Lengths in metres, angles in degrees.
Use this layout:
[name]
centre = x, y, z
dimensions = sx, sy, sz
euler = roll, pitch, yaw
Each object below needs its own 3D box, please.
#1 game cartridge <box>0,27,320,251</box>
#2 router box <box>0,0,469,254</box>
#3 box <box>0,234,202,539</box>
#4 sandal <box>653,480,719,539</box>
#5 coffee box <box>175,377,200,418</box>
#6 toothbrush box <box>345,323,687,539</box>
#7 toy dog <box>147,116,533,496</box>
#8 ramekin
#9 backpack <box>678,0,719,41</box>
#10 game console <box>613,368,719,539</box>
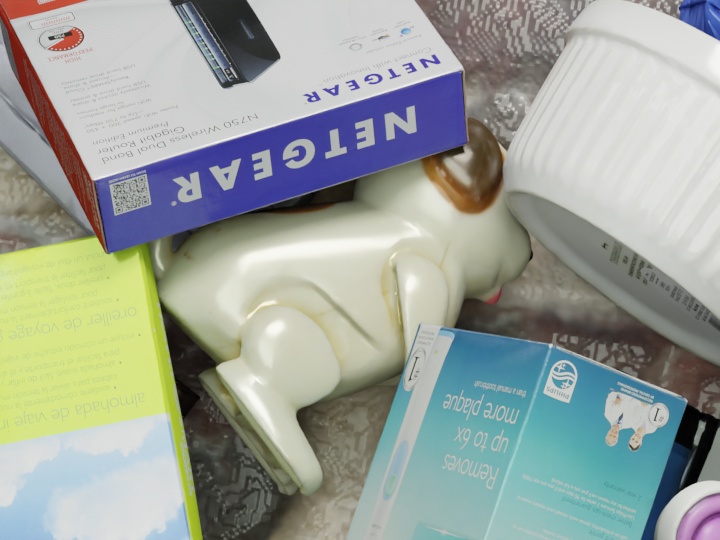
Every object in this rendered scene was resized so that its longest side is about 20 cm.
[game cartridge]
centre = -0.122, -0.082, 1.524
dimensions = 0.130, 0.038, 0.200
euler = -44, 81, -5
[router box]
centre = -0.067, -0.105, 1.430
dimensions = 0.199, 0.049, 0.180
euler = -18, 41, -14
[box]
centre = -0.149, 0.089, 1.385
dimensions = 0.121, 0.048, 0.201
euler = -11, 82, 4
[sandal]
centre = 0.202, 0.201, 1.372
dimensions = 0.082, 0.050, 0.203
euler = -33, 106, -18
[coffee box]
centre = -0.181, 0.118, 1.466
dimensions = 0.080, 0.113, 0.200
euler = 37, 87, 8
[toothbrush box]
centre = 0.059, 0.136, 1.330
dimensions = 0.085, 0.146, 0.201
euler = 21, 85, -24
[toy dog]
centre = 0.000, 0.000, 1.457
dimensions = 0.200, 0.140, 0.194
euler = -35, 82, -10
[ramekin]
centre = 0.164, -0.035, 1.390
dimensions = 0.200, 0.200, 0.105
euler = 35, 82, 8
[backpack]
centre = 0.276, -0.120, 1.429
dimensions = 0.200, 0.163, 0.168
euler = 43, 95, -4
[game console]
centre = 0.170, 0.174, 1.422
dimensions = 0.170, 0.118, 0.201
euler = 20, 86, 8
